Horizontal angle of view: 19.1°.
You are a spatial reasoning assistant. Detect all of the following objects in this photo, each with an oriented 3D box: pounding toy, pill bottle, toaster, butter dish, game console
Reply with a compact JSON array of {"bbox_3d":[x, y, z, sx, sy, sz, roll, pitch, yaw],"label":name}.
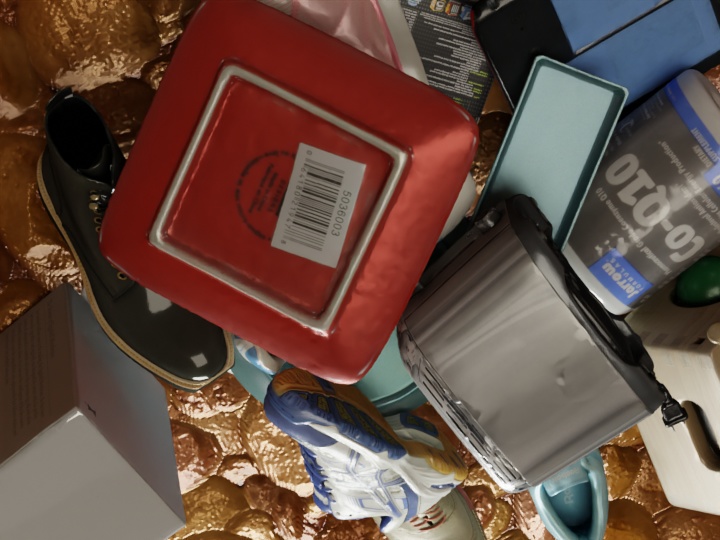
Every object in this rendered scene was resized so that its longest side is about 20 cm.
[{"bbox_3d":[0.282,0.065,1.542,0.184,0.142,0.201,-42,120,-32],"label":"pounding toy"},{"bbox_3d":[0.193,-0.041,1.533,0.200,0.114,0.114,-39,114,16],"label":"pill bottle"},{"bbox_3d":[0.113,0.058,1.444,0.129,0.114,0.200,-36,106,12],"label":"toaster"},{"bbox_3d":[-0.035,-0.061,1.372,0.199,0.148,0.201,27,107,6],"label":"butter dish"},{"bbox_3d":[0.184,-0.174,1.480,0.199,0.031,0.177,-31,146,2],"label":"game console"}]

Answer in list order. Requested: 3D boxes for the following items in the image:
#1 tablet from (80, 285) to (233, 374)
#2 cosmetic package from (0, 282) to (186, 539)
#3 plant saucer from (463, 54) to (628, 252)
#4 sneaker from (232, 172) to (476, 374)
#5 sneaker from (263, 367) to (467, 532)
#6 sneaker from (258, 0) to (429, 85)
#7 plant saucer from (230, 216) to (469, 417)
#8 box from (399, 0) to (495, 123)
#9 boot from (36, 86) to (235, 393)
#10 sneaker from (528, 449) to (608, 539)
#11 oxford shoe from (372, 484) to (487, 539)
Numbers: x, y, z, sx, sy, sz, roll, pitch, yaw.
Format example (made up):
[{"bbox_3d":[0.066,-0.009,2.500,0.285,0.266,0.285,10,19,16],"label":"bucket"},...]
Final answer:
[{"bbox_3d":[-0.089,0.010,1.557,0.199,0.014,0.130,27,105,-20],"label":"tablet"},{"bbox_3d":[-0.237,0.145,1.475,0.200,0.200,0.123,-38,115,8],"label":"cosmetic package"},{"bbox_3d":[0.116,-0.046,1.480,0.070,0.019,0.201,20,105,-6],"label":"plant saucer"},{"bbox_3d":[0.000,0.000,1.448,0.200,0.073,0.072,-37,133,7],"label":"sneaker"},{"bbox_3d":[-0.009,0.135,1.485,0.088,0.075,0.200,-45,136,14],"label":"sneaker"},{"bbox_3d":[-0.021,-0.156,1.417,0.104,0.075,0.201,-21,107,-4],"label":"sneaker"},{"bbox_3d":[-0.006,0.021,1.510,0.199,0.027,0.201,-2,106,-9],"label":"plant saucer"},{"bbox_3d":[-0.005,-0.154,1.487,0.199,0.044,0.161,14,110,-15],"label":"box"},{"bbox_3d":[-0.155,-0.018,1.416,0.077,0.138,0.200,-37,81,-15],"label":"boot"},{"bbox_3d":[0.148,0.125,1.615,0.074,0.082,0.201,-25,115,-2],"label":"sneaker"},{"bbox_3d":[0.036,0.176,1.616,0.070,0.075,0.200,-38,114,5],"label":"oxford shoe"}]
